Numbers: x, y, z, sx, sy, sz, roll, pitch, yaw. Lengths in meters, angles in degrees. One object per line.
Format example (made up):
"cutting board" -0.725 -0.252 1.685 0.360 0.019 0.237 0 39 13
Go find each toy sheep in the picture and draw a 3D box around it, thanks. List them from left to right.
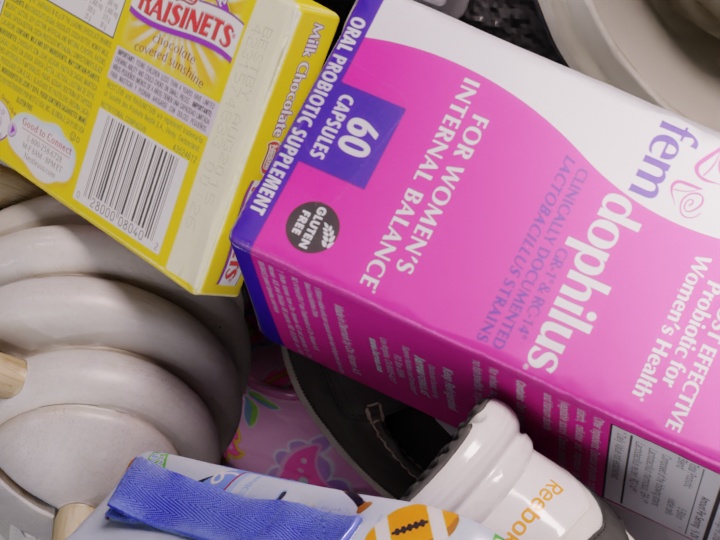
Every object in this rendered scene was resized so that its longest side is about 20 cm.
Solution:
"toy sheep" -0.105 0.034 0.760 0.136 0.201 0.138 1 141 0

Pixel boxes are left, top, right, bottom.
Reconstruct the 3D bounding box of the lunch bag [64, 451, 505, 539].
"lunch bag" -0.010 0.129 0.638 0.199 0.076 0.161 2 135 48

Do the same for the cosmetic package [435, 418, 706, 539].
"cosmetic package" 0.126 0.094 0.733 0.200 0.082 0.051 45 122 20

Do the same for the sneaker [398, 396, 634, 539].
"sneaker" 0.044 0.113 0.695 0.080 0.074 0.200 37 162 9

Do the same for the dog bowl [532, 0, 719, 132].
"dog bowl" 0.155 -0.118 0.651 0.198 0.074 0.202 11 127 14

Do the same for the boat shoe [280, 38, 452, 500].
"boat shoe" 0.000 0.000 0.767 0.057 0.067 0.201 -24 92 55

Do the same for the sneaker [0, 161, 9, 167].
"sneaker" -0.147 0.026 0.875 0.081 0.074 0.201 -2 124 20

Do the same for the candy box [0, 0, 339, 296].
"candy box" -0.096 -0.078 0.726 0.199 0.026 0.103 33 106 38

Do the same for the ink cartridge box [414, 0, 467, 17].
"ink cartridge box" -0.003 -0.168 0.673 0.115 0.067 0.201 20 128 7

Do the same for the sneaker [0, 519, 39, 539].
"sneaker" -0.103 0.123 0.801 0.199 0.115 0.076 20 129 18

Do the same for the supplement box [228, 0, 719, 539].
"supplement box" 0.070 0.005 0.672 0.199 0.102 0.103 24 164 12

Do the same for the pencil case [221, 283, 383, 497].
"pencil case" -0.019 0.098 0.870 0.087 0.088 0.201 9 126 15
